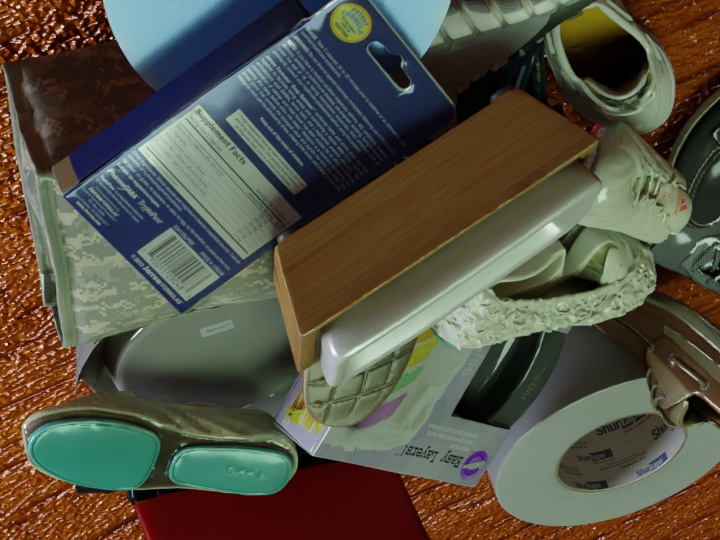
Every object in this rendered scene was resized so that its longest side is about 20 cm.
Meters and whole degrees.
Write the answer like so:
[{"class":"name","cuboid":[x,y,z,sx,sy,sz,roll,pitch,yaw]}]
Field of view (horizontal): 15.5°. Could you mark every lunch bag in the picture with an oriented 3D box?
[{"class":"lunch bag","cuboid":[-0.117,-0.044,1.586,0.164,0.118,0.200,-14,141,-10]}]

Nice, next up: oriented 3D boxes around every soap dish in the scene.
[{"class":"soap dish","cuboid":[0.038,-0.019,1.523,0.200,0.081,0.157,-33,174,-6]}]

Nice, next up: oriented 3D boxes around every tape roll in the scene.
[{"class":"tape roll","cuboid":[0.188,0.113,2.003,0.200,0.066,0.200,-14,146,-10]}]

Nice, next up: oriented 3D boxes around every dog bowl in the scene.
[{"class":"dog bowl","cuboid":[-0.099,0.041,1.765,0.200,0.059,0.200,-14,146,-10]}]

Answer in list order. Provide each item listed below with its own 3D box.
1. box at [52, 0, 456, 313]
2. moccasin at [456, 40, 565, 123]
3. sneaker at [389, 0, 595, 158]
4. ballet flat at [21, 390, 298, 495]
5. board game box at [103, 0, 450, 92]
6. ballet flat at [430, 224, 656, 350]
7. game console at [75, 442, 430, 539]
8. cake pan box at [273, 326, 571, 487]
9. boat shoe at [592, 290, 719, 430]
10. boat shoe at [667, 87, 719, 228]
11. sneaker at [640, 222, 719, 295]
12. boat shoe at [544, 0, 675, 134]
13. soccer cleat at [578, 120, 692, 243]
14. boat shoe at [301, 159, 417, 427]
[{"class":"box","cuboid":[-0.056,-0.072,1.472,0.200,0.032,0.121,-34,132,9]},{"class":"moccasin","cuboid":[0.096,-0.081,1.657,0.068,0.080,0.200,14,155,21]},{"class":"sneaker","cuboid":[0.062,-0.127,1.556,0.200,0.075,0.116,-17,134,4]},{"class":"ballet flat","cuboid":[-0.137,0.111,1.739,0.200,0.062,0.067,12,121,-29]},{"class":"board game box","cuboid":[-0.046,-0.174,1.471,0.200,0.039,0.158,-17,118,-3]},{"class":"ballet flat","cuboid":[0.129,0.003,1.718,0.200,0.072,0.072,-18,152,-38]},{"class":"game console","cuboid":[-0.075,0.178,1.844,0.200,0.119,0.172,-8,177,-28]},{"class":"cake pan box","cuboid":[0.056,0.051,1.789,0.200,0.052,0.184,18,108,-51]},{"class":"boat shoe","cuboid":[0.233,0.074,1.861,0.072,0.200,0.076,-54,146,-9]},{"class":"boat shoe","cuboid":[0.270,-0.093,1.738,0.073,0.063,0.200,11,128,-35]},{"class":"sneaker","cuboid":[0.274,0.006,1.850,0.200,0.114,0.075,10,136,-36]},{"class":"boat shoe","cuboid":[0.155,-0.128,1.642,0.071,0.070,0.200,-25,146,7]},{"class":"soccer cleat","cuboid":[0.175,-0.052,1.687,0.069,0.078,0.200,-63,172,5]},{"class":"boat shoe","cuboid":[0.000,0.000,1.675,0.072,0.068,0.200,4,106,-22]}]
